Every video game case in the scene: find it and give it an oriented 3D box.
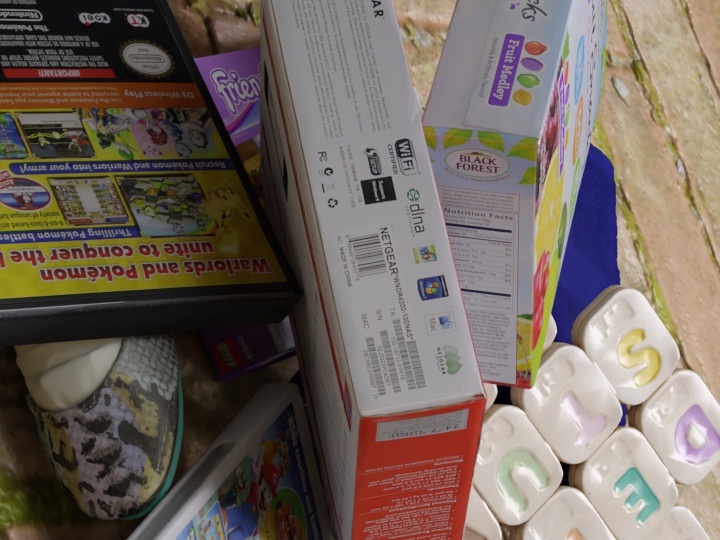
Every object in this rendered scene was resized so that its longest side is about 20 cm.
[{"bbox_3d":[-0.056,0.152,1.058,0.200,0.018,0.144,-48,131,-55],"label":"video game case"},{"bbox_3d":[-0.138,-0.053,1.058,0.199,0.026,0.181,-3,57,-40],"label":"video game case"}]

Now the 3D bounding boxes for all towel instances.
[{"bbox_3d":[0.085,0.021,1.311,0.148,0.049,0.201,38,48,-60],"label":"towel"}]

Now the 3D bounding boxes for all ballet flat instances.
[{"bbox_3d":[-0.114,0.006,1.088,0.072,0.072,0.201,31,37,-38],"label":"ballet flat"}]

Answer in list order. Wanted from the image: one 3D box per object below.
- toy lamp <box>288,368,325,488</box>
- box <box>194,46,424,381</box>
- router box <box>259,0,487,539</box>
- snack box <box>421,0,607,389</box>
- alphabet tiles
[{"bbox_3d":[0.038,0.117,1.230,0.200,0.058,0.058,50,35,-20],"label":"toy lamp"},{"bbox_3d":[-0.024,-0.036,1.269,0.200,0.039,0.138,-17,82,-56],"label":"box"},{"bbox_3d":[0.000,0.000,1.091,0.180,0.049,0.201,94,-15,-64],"label":"router box"},{"bbox_3d":[0.068,-0.072,1.156,0.143,0.053,0.201,89,13,-46],"label":"snack box"},{"bbox_3d":[0.077,0.103,1.210,0.200,0.015,0.196,-43,111,-19],"label":"alphabet tiles"}]
